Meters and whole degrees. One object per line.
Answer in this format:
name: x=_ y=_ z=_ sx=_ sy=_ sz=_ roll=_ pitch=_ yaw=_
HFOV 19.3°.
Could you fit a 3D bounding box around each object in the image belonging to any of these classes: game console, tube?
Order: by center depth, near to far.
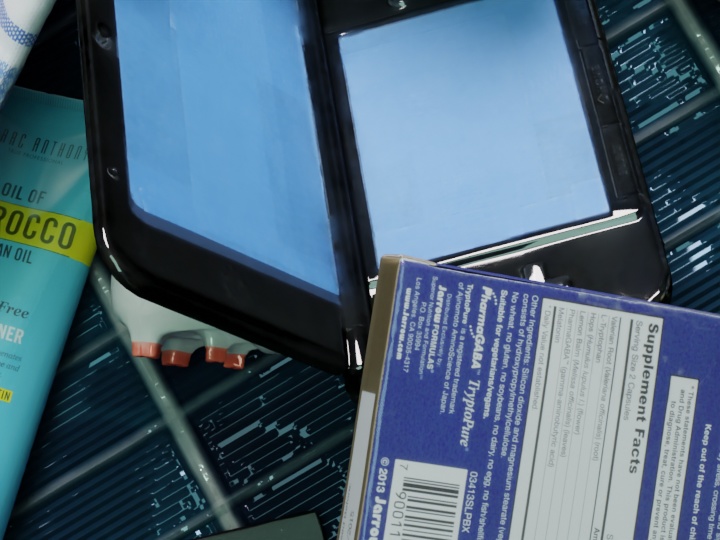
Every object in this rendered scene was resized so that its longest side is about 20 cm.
game console: x=0.001 y=-0.068 z=0.746 sx=0.175 sy=0.117 sz=0.201 roll=-14 pitch=54 yaw=7
tube: x=-0.147 y=0.025 z=0.840 sx=0.077 sy=0.050 sz=0.201 roll=14 pitch=82 yaw=3

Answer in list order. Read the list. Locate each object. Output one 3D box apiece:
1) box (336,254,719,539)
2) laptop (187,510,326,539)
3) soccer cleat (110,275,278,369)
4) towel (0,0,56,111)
box: x=0.094 y=0.071 z=0.692 sx=0.199 sy=0.032 sz=0.122 roll=10 pitch=87 yaw=-14
laptop: x=-0.084 y=0.208 z=0.782 sx=0.176 sy=0.103 sz=0.201 roll=-14 pitch=83 yaw=7
soccer cleat: x=0.000 y=0.000 z=0.806 sx=0.198 sy=0.069 sz=0.078 roll=2 pitch=83 yaw=12
towel: x=-0.145 y=-0.118 z=0.786 sx=0.201 sy=0.024 sz=0.147 roll=-58 pitch=36 yaw=23
